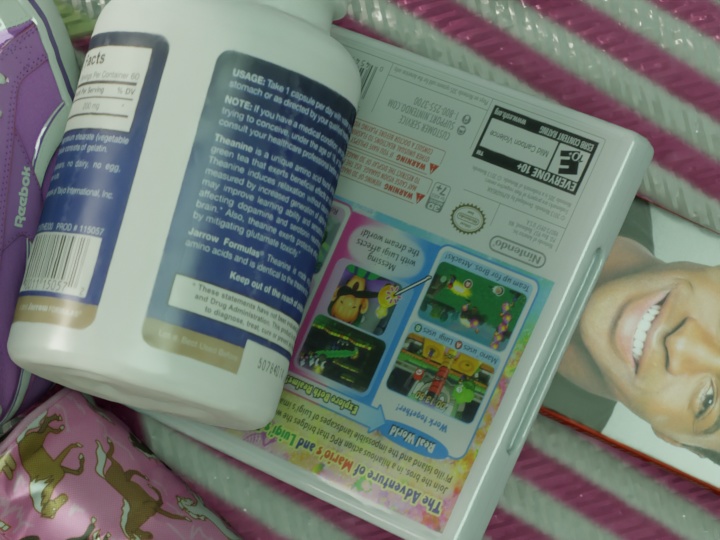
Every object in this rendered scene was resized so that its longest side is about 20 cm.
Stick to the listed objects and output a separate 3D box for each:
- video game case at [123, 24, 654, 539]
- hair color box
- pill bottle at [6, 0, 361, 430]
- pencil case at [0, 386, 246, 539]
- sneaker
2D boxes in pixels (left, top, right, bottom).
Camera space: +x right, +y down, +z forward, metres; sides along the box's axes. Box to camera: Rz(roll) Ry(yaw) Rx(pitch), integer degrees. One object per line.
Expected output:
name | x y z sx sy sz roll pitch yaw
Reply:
video game case | 0.000 0.000 1.165 0.200 0.024 0.182 22 87 34
hair color box | 0.110 0.021 1.203 0.200 0.061 0.102 24 87 -2
pill bottle | -0.063 -0.045 1.135 0.111 0.111 0.201 15 81 -2
pencil case | -0.080 0.137 1.178 0.200 0.087 0.083 44 95 2
sneaker | -0.160 -0.028 1.136 0.072 0.114 0.201 0 107 21
